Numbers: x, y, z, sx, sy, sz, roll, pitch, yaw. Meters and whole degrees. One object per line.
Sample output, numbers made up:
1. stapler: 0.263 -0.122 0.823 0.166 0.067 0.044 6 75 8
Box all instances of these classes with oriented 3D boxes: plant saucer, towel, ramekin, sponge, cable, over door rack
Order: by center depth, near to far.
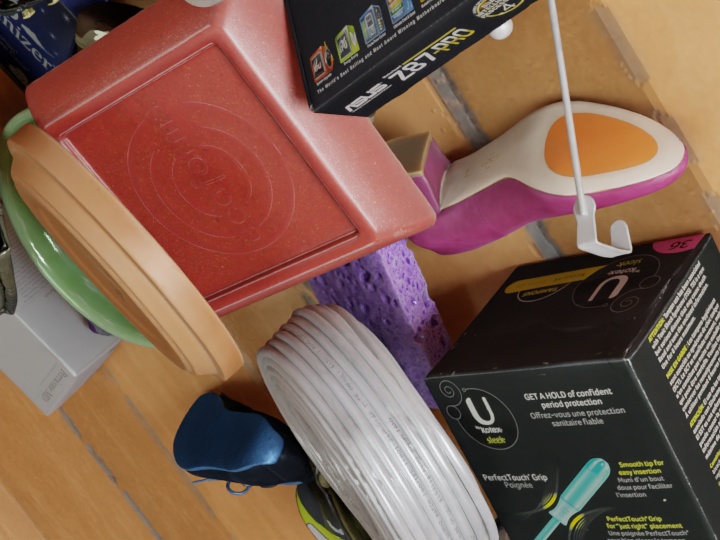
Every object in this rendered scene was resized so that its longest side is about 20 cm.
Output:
1. over door rack: 0.139 -0.114 0.602 0.147 0.066 0.203 -16 89 47
2. plant saucer: -0.087 -0.061 0.760 0.199 0.037 0.200 -22 117 35
3. plant saucer: -0.151 -0.005 0.787 0.200 0.032 0.201 45 167 13
4. cable: 0.009 0.112 0.812 0.201 0.069 0.200 55 170 8
5. sponge: 0.000 0.000 0.866 0.111 0.030 0.202 13 132 53
6. ramekin: -0.159 -0.052 0.921 0.198 0.098 0.202 22 135 24
7. towel: -0.296 -0.074 0.955 0.200 0.034 0.195 133 124 -70

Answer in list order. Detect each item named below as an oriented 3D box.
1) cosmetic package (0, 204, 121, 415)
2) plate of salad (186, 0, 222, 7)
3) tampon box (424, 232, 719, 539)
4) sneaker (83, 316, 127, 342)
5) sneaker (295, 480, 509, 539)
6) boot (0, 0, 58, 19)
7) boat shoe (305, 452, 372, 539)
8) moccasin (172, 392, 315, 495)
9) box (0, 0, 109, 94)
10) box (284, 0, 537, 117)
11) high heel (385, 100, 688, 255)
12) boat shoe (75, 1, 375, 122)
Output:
1. cosmetic package: -0.316 0.024 1.137 0.200 0.074 0.102 46 140 0
2. plate of salad: -0.052 -0.234 0.652 0.048 0.203 0.200 11 152 -30
3. tampon box: 0.164 0.102 0.761 0.149 0.126 0.201 -10 116 45
4. sneaker: -0.249 -0.020 1.045 0.087 0.074 0.201 -8 118 49
5. sneaker: 0.037 0.194 1.000 0.198 0.074 0.082 19 119 23
6. boot: -0.147 -0.182 0.759 0.203 0.154 0.074 42 140 2
7. boat shoe: -0.004 0.141 0.940 0.071 0.066 0.202 -32 80 28
8. moccasin: -0.098 0.152 1.037 0.068 0.081 0.199 29 172 -24
9. box: -0.237 -0.194 0.885 0.121 0.032 0.200 47 152 -2
10. box: 0.029 -0.191 0.633 0.199 0.049 0.163 -26 71 49
11. high heel: 0.106 -0.042 0.751 0.198 0.068 0.096 -6 144 30
12. boat shoe: -0.089 -0.110 0.811 0.200 0.075 0.076 20 117 11
